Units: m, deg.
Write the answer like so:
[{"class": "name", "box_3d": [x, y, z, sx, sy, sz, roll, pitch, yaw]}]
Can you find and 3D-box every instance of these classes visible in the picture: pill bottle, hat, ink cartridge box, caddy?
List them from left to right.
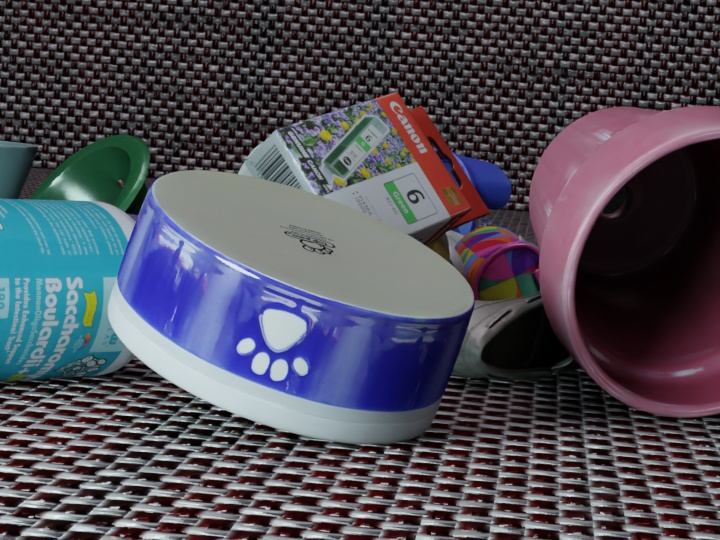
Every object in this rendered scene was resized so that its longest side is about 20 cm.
[{"class": "pill bottle", "box_3d": [-0.200, 0.011, 1.091, 0.111, 0.111, 0.200, 10, 8, 43]}, {"class": "hat", "box_3d": [-0.195, -0.003, 1.610, 0.176, 0.166, 0.200, 46, -3, -31]}, {"class": "ink cartridge box", "box_3d": [0.021, -0.070, 1.325, 0.200, 0.109, 0.050, -23, -13, -45]}, {"class": "caddy", "box_3d": [0.075, -0.067, 2.026, 0.105, 0.141, 0.200, 4, 3, -40]}]

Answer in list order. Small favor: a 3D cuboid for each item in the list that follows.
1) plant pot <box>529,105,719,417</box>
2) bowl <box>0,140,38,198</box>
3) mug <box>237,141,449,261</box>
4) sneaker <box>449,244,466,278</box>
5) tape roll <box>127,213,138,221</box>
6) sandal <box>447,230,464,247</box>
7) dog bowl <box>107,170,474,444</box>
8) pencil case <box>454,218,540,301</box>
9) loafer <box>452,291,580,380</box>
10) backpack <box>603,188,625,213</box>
[{"class": "plant pot", "box_3d": [0.201, -0.026, 1.206, 0.200, 0.200, 0.179, 3, 20, -16]}, {"class": "bowl", "box_3d": [-0.473, -0.099, 2.059, 0.201, 0.105, 0.201, 5, 5, 0]}, {"class": "mug", "box_3d": [-0.017, 0.006, 1.377, 0.153, 0.187, 0.149, 12, -30, -23]}, {"class": "sneaker", "box_3d": [0.000, 0.000, 1.560, 0.079, 0.078, 0.200, -28, 28, -36]}, {"class": "tape roll", "box_3d": [-0.232, 0.001, 1.326, 0.200, 0.085, 0.200, 5, 5, 0]}, {"class": "sandal", "box_3d": [0.030, 0.008, 1.683, 0.203, 0.050, 0.082, -13, 30, -34]}, {"class": "dog bowl", "box_3d": [-0.039, 0.017, 1.031, 0.200, 0.079, 0.200, 18, 17, -6]}, {"class": "pencil case", "box_3d": [0.127, 0.005, 1.587, 0.088, 0.088, 0.200, 5, 8, -3]}, {"class": "loafer", "box_3d": [0.136, 0.047, 1.280, 0.200, 0.070, 0.070, -9, 17, -36]}, {"class": "backpack", "box_3d": [0.331, -0.068, 1.942, 0.162, 0.200, 0.168, 5, 5, 6]}]
